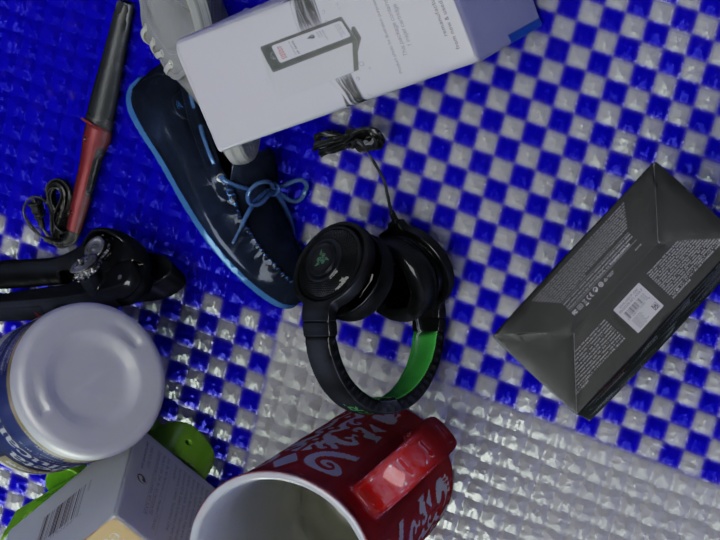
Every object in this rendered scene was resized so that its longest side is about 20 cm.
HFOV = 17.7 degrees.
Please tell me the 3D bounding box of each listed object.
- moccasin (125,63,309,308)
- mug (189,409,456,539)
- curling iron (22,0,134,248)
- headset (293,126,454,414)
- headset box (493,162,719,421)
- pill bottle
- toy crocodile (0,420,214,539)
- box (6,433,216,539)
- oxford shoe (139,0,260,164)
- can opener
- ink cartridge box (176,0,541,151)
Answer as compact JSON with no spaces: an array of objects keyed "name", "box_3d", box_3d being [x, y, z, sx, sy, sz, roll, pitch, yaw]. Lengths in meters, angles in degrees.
[{"name":"moccasin","box_3d":[-0.091,-0.066,1.650,0.068,0.080,0.200,-37,89,21]},{"name":"mug","box_3d":[0.002,0.169,1.607,0.177,0.200,0.134,-10,99,23]},{"name":"curling iron","box_3d":[-0.204,-0.106,1.712,0.050,0.026,0.200,26,112,11]},{"name":"headset","box_3d":[0.000,0.000,1.618,0.094,0.123,0.200,0,90,42]},{"name":"headset box","box_3d":[0.168,0.019,1.498,0.077,0.200,0.149,43,93,8]},{"name":"pill bottle","box_3d":[-0.223,0.091,1.683,0.111,0.111,0.200,62,155,-3]},{"name":"toy crocodile","box_3d":[-0.196,0.168,1.760,0.200,0.068,0.062,-33,110,26]},{"name":"box","box_3d":[-0.148,0.242,1.700,0.200,0.106,0.152,41,117,-19]},{"name":"oxford shoe","box_3d":[-0.121,-0.161,1.624,0.058,0.075,0.200,-24,77,10]},{"name":"can opener","box_3d":[-0.228,0.014,1.726,0.200,0.063,0.079,-8,138,30]},{"name":"ink cartridge box","box_3d":[0.000,-0.159,1.551,0.200,0.146,0.084,-18,99,26]}]
